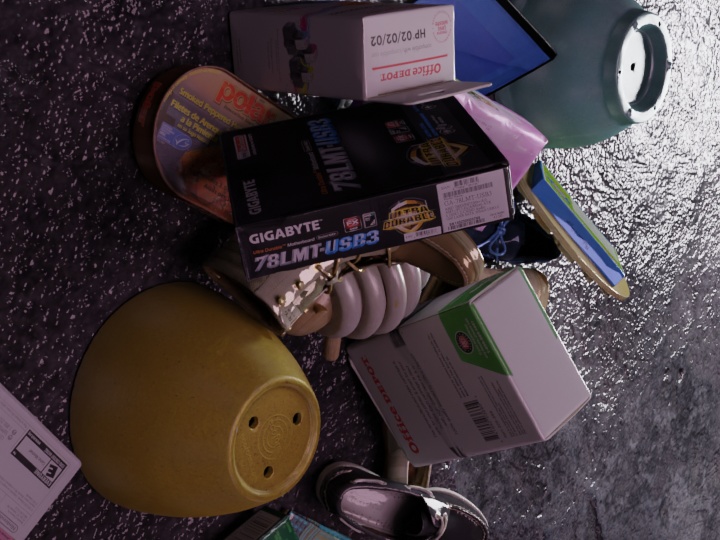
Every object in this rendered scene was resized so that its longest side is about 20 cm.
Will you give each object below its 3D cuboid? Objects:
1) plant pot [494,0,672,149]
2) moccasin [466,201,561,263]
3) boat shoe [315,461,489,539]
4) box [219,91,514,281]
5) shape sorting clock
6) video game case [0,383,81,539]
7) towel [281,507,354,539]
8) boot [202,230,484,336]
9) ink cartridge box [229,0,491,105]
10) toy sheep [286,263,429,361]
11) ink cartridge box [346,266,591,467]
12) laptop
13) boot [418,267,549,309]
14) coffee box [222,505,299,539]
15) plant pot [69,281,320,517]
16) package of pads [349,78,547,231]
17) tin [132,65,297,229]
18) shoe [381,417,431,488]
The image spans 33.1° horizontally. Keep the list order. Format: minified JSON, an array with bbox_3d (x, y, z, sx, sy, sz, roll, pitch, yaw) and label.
[{"bbox_3d":[0.257,-0.226,1.334,0.199,0.134,0.202,-16,112,-44],"label":"plant pot"},{"bbox_3d":[0.152,-0.049,1.312,0.199,0.068,0.081,4,97,-48],"label":"moccasin"},{"bbox_3d":[0.051,0.248,1.223,0.199,0.060,0.074,27,90,-21],"label":"boat shoe"},{"bbox_3d":[-0.003,-0.073,0.922,0.197,0.200,0.050,-11,116,-4],"label":"box"},{"bbox_3d":[0.228,-0.048,1.332,0.039,0.201,0.200,-39,139,14],"label":"shape sorting clock"},{"bbox_3d":[-0.318,0.157,0.878,0.183,0.022,0.200,-54,135,-24],"label":"video game case"},{"bbox_3d":[-0.045,0.338,1.231,0.200,0.022,0.147,39,70,-46],"label":"towel"},{"bbox_3d":[-0.014,-0.005,0.999,0.155,0.199,0.072,-52,160,-24],"label":"boot"},{"bbox_3d":[0.000,-0.185,1.006,0.115,0.199,0.068,-20,115,-44],"label":"ink cartridge box"},{"bbox_3d":[0.000,0.000,1.114,0.200,0.137,0.139,-34,124,-34],"label":"toy sheep"},{"bbox_3d":[0.098,0.097,1.166,0.084,0.200,0.147,-34,97,-38],"label":"ink cartridge box"},{"bbox_3d":[0.079,-0.165,1.174,0.177,0.103,0.201,32,76,-47],"label":"laptop"},{"bbox_3d":[0.119,0.087,1.312,0.155,0.073,0.202,9,101,-44],"label":"boot"},{"bbox_3d":[-0.128,0.321,1.101,0.200,0.044,0.124,-38,121,-31],"label":"coffee box"},{"bbox_3d":[-0.117,0.122,1.002,0.199,0.141,0.202,-16,113,-44],"label":"plant pot"},{"bbox_3d":[0.074,-0.119,1.145,0.199,0.076,0.121,19,111,-44],"label":"package of pads"},{"bbox_3d":[-0.110,-0.100,1.030,0.200,0.042,0.113,30,82,-48],"label":"tin"},{"bbox_3d":[0.057,0.192,1.281,0.070,0.053,0.202,4,97,-49],"label":"shoe"}]
